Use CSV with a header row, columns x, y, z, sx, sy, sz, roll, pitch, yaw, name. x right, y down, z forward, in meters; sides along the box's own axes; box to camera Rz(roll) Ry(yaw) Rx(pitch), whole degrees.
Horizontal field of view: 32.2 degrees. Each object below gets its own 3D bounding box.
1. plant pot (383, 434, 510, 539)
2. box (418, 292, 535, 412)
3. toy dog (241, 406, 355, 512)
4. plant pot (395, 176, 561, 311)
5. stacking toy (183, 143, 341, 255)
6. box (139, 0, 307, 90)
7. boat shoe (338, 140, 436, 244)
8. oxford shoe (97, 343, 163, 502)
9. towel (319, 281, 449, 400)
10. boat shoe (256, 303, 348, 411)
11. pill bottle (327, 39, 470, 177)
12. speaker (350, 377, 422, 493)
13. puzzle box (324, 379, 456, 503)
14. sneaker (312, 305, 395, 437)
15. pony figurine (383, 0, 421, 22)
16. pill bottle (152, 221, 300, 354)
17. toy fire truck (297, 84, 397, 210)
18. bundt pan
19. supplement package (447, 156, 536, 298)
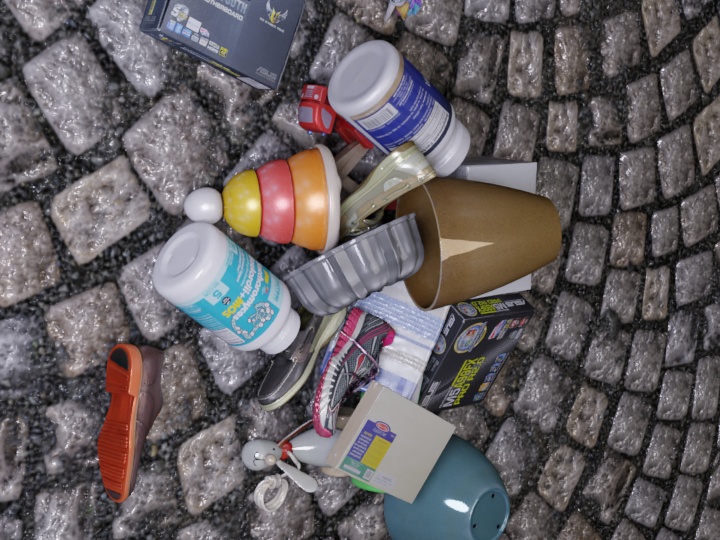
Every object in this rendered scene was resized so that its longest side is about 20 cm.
x,y,z,sx,sy,sz,roll,pitch,yaw,name
0.154,0.365,1.954,0.200,0.135,0.201,-9,104,-40,plant pot
0.162,0.129,1.912,0.160,0.044,0.200,-6,132,-42,box
-0.062,0.261,1.767,0.200,0.096,0.132,-29,116,-34,toy dog
0.170,-0.048,1.740,0.199,0.186,0.187,-7,105,-17,plant pot
-0.131,-0.089,1.629,0.199,0.146,0.147,-3,102,-12,stacking toy
-0.167,-0.338,1.585,0.200,0.051,0.158,23,82,-41,box
0.023,-0.091,1.686,0.063,0.201,0.073,48,34,5,boat shoe
-0.282,0.193,1.579,0.072,0.071,0.201,4,96,-47,oxford shoe
0.040,0.084,1.811,0.024,0.146,0.201,79,33,-79,towel
-0.092,0.102,1.731,0.066,0.072,0.201,49,59,-26,boat shoe
0.057,-0.212,1.699,0.200,0.116,0.116,38,74,-41,pill bottle
0.039,0.223,1.853,0.088,0.088,0.201,8,94,-42,speaker
0.046,0.245,1.769,0.200,0.025,0.133,35,86,-48,puzzle box
-0.012,0.142,1.729,0.074,0.081,0.200,23,61,2,sneaker
0.059,-0.454,1.715,0.193,0.167,0.200,-42,134,12,pony figurine
-0.166,0.032,1.620,0.200,0.111,0.111,40,72,-39,pill bottle
-0.013,-0.170,1.755,0.200,0.049,0.142,15,88,-43,toy fire truck
0.000,0.000,1.670,0.202,0.202,0.076,-26,89,-35,bundt pan
0.175,-0.068,1.901,0.155,0.111,0.201,-7,104,-40,supplement package
